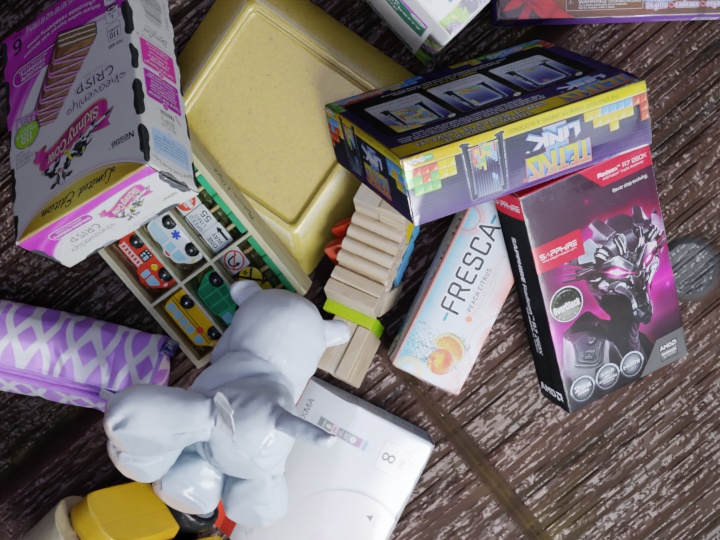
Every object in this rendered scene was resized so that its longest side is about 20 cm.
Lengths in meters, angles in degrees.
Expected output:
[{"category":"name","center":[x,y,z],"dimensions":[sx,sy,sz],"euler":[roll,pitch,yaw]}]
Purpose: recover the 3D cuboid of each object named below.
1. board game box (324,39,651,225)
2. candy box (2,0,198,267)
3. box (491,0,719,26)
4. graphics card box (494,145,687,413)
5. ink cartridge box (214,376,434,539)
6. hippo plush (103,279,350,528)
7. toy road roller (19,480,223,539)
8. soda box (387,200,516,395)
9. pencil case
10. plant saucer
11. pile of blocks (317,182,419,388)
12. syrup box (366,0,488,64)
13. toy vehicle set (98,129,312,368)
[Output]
[{"category":"board game box","center":[0.094,-0.113,0.918],"dimensions":[0.199,0.165,0.057],"euler":[-19,118,-13]},{"category":"candy box","center":[-0.206,-0.122,0.920],"dimensions":[0.136,0.061,0.201],"euler":[-27,59,24]},{"category":"box","center":[0.208,-0.278,0.993],"dimensions":[0.199,0.039,0.137],"euler":[-2,94,-1]},{"category":"graphics card box","center":[0.188,0.002,0.967],"dimensions":[0.125,0.051,0.201],"euler":[-23,114,-17]},{"category":"ink cartridge box","center":[-0.060,0.173,1.021],"dimensions":[0.199,0.057,0.163],"euler":[26,94,-7]},{"category":"hippo plush","center":[-0.101,0.083,0.914],"dimensions":[0.159,0.200,0.161],"euler":[19,53,-6]},{"category":"toy road roller","center":[-0.175,0.254,0.940],"dimensions":[0.123,0.200,0.146],"euler":[-43,70,17]},{"category":"soda box","center":[0.094,-0.001,0.998],"dimensions":[0.063,0.068,0.201],"euler":[26,93,-4]},{"category":"pencil case","center":[-0.254,0.078,0.991],"dimensions":[0.199,0.086,0.084],"euler":[12,127,1]},{"category":"plant saucer","center":[-0.072,-0.127,0.997],"dimensions":[0.200,0.048,0.200],"euler":[35,93,-3]},{"category":"pile of blocks","center":[0.000,0.000,0.994],"dimensions":[0.062,0.082,0.201],"euler":[24,106,14]},{"category":"syrup box","center":[0.059,-0.223,0.915],"dimensions":[0.081,0.200,0.079],"euler":[-44,95,2]},{"category":"toy vehicle set","center":[-0.150,-0.029,0.985],"dimensions":[0.124,0.027,0.200],"euler":[-35,100,20]}]
